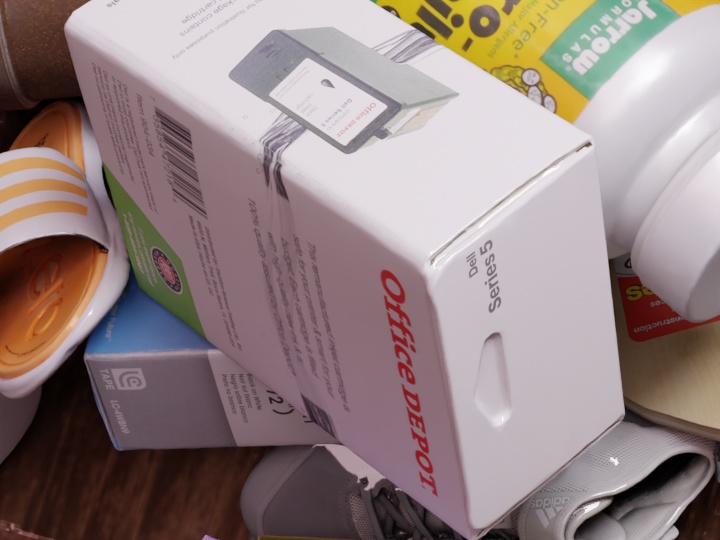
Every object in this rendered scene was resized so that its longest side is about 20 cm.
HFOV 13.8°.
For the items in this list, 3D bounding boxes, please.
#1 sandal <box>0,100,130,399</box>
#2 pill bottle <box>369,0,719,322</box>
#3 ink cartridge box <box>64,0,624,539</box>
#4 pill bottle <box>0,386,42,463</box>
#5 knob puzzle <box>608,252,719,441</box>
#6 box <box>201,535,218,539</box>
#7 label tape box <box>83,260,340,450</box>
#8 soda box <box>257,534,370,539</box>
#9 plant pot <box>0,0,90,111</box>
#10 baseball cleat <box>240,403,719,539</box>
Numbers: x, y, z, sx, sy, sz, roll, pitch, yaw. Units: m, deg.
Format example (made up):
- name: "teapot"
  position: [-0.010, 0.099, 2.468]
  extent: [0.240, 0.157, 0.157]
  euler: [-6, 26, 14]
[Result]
- name: "sandal"
  position: [-0.145, -0.021, 1.226]
  extent: [0.079, 0.059, 0.207]
  euler: [-46, 26, 15]
- name: "pill bottle"
  position: [0.077, -0.075, 1.104]
  extent: [0.113, 0.113, 0.200]
  euler: [-46, 69, -1]
- name: "ink cartridge box"
  position: [-0.004, -0.017, 1.084]
  extent: [0.084, 0.146, 0.200]
  euler: [-36, 50, -23]
- name: "pill bottle"
  position: [-0.233, 0.010, 1.269]
  extent: [0.200, 0.111, 0.111]
  euler: [41, 88, 18]
- name: "knob puzzle"
  position: [0.167, -0.001, 1.200]
  extent: [0.220, 0.030, 0.220]
  euler: [-11, 50, 13]
- name: "box"
  position: [-0.018, 0.210, 1.143]
  extent: [0.137, 0.200, 0.039]
  euler: [22, 38, 16]
- name: "label tape box"
  position: [0.000, 0.000, 1.215]
  extent: [0.200, 0.066, 0.143]
  euler: [-1, 46, 11]
- name: "soda box"
  position: [0.049, 0.146, 1.151]
  extent: [0.200, 0.064, 0.068]
  euler: [0, 66, 34]
- name: "plant pot"
  position: [-0.088, -0.156, 1.246]
  extent: [0.198, 0.200, 0.200]
  euler: [2, 77, 4]
- name: "baseball cleat"
  position: [0.047, 0.086, 1.193]
  extent: [0.200, 0.070, 0.106]
  euler: [-19, 30, 8]
